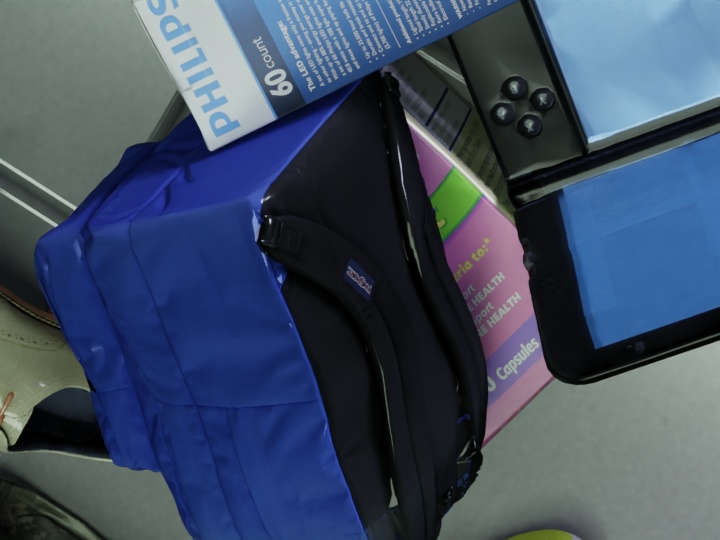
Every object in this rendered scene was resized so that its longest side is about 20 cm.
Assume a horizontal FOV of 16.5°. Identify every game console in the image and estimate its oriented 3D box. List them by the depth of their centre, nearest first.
[{"bbox_3d":[0.148,-0.073,1.087,0.199,0.119,0.173,-19,110,12],"label":"game console"}]

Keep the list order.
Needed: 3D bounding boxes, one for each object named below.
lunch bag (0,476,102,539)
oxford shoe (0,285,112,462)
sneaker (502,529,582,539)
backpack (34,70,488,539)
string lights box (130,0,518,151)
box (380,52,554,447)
[{"bbox_3d":[-0.179,0.227,1.319,0.200,0.118,0.164,39,110,3],"label":"lunch bag"},{"bbox_3d":[-0.191,0.047,1.231,0.199,0.074,0.071,14,122,-34],"label":"oxford shoe"},{"bbox_3d":[0.037,0.208,1.294,0.199,0.076,0.105,-16,105,14],"label":"sneaker"},{"bbox_3d":[-0.036,0.031,1.109,0.167,0.163,0.201,-7,116,34],"label":"backpack"},{"bbox_3d":[0.002,-0.143,1.044,0.199,0.059,0.103,-25,109,6],"label":"string lights box"},{"bbox_3d":[0.000,0.000,1.223,0.200,0.097,0.176,44,110,-5],"label":"box"}]
